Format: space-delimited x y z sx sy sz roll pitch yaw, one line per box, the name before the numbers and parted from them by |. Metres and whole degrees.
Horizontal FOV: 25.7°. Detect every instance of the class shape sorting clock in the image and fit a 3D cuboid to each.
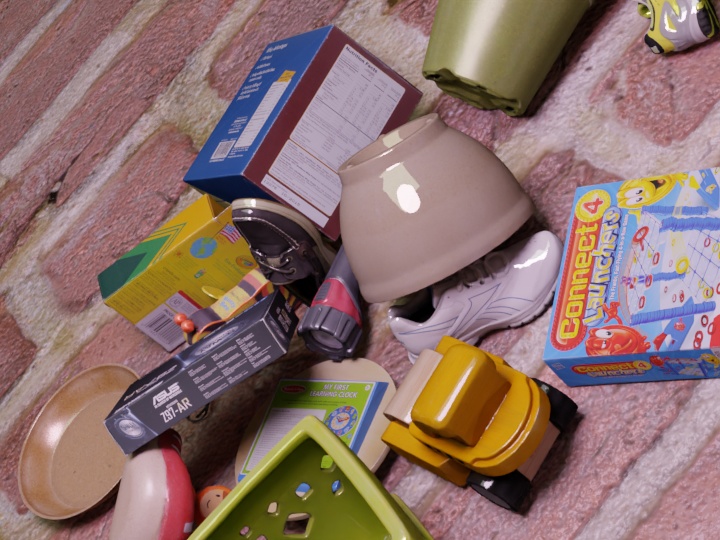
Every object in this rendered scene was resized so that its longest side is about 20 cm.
shape sorting clock | -0.045 0.174 1.641 0.200 0.039 0.200 -23 43 24

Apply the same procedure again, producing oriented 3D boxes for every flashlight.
flashlight | 0.000 0.000 1.712 0.068 0.068 0.200 22 61 10

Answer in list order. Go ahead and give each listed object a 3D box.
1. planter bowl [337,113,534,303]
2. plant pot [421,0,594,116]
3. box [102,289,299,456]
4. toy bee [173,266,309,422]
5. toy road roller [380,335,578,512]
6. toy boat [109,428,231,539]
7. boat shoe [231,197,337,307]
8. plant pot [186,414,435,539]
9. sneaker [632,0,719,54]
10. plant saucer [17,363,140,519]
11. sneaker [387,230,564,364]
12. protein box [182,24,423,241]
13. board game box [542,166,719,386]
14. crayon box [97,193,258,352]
planter bowl | 0.058 -0.076 1.609 0.200 0.135 0.200 -29 11 6
plant pot | 0.156 -0.278 1.727 0.200 0.200 0.190 20 85 46
box | -0.162 0.103 1.639 0.200 0.044 0.160 -33 7 8
toy bee | -0.148 0.065 1.759 0.131 0.109 0.200 10 66 41
toy road roller | 0.092 0.125 1.486 0.200 0.146 0.123 21 74 46
toy boat | -0.189 0.244 1.654 0.200 0.131 0.131 -132 54 -82
boat shoe | -0.077 -0.014 1.696 0.072 0.201 0.066 2 68 28
plant pot | -0.020 0.287 1.432 0.200 0.181 0.199 -46 43 2
sneaker | 0.321 -0.315 1.682 0.076 0.075 0.200 -24 45 23
plant saucer | -0.315 0.205 1.844 0.200 0.035 0.200 -22 47 26
sneaker | 0.117 0.024 1.587 0.200 0.087 0.075 -37 42 10
protein box | -0.069 -0.151 1.789 0.200 0.135 0.199 -59 22 -13
board game box | 0.285 0.005 1.486 0.196 0.056 0.200 -7 56 35
crayon box | -0.188 -0.004 1.830 0.200 0.127 0.051 -35 43 12
